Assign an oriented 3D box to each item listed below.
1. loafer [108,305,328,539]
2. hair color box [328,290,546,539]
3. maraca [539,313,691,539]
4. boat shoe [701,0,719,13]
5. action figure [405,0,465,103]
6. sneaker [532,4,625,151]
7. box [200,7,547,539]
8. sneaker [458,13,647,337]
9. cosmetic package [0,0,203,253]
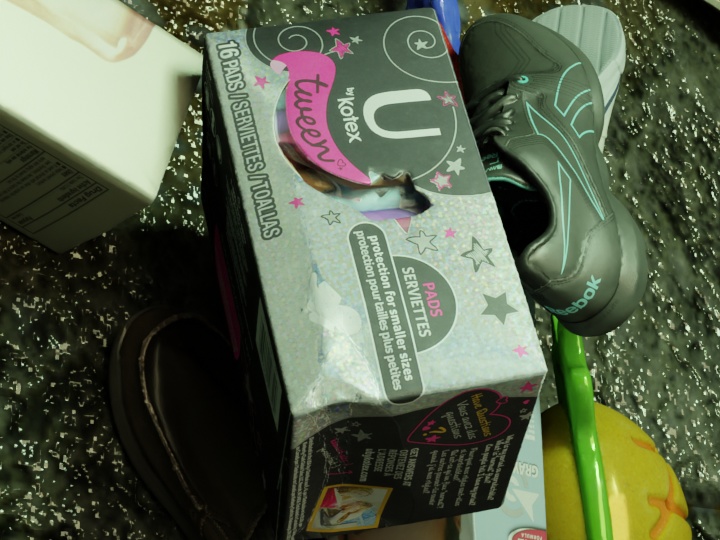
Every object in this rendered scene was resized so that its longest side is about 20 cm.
[{"bbox_3d":[-0.051,0.103,0.840,0.073,0.071,0.200,-28,90,-39],"label":"loafer"},{"bbox_3d":[0.036,0.086,0.891,0.061,0.099,0.201,17,65,-45],"label":"hair color box"},{"bbox_3d":[0.119,0.120,0.927,0.107,0.137,0.201,-7,95,-1],"label":"maraca"},{"bbox_3d":[0.213,-0.230,1.177,0.200,0.073,0.063,33,15,-18],"label":"boat shoe"},{"bbox_3d":[0.041,-0.127,0.990,0.052,0.065,0.201,-11,90,-28],"label":"action figure"},{"bbox_3d":[0.114,-0.083,1.040,0.200,0.073,0.071,-67,158,-44],"label":"sneaker"},{"bbox_3d":[0.000,0.000,0.794,0.114,0.132,0.201,-9,58,-12],"label":"box"},{"bbox_3d":[0.084,-0.062,0.884,0.079,0.075,0.200,19,41,-39],"label":"sneaker"},{"bbox_3d":[-0.184,-0.101,0.791,0.200,0.103,0.087,33,59,-26],"label":"cosmetic package"}]
